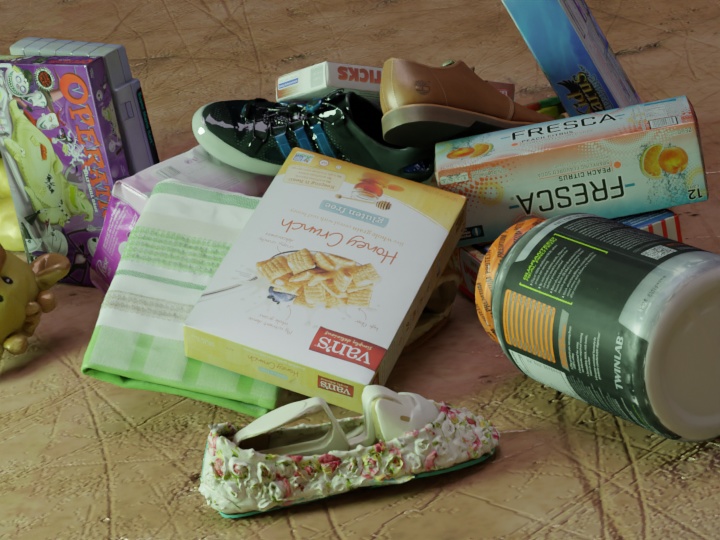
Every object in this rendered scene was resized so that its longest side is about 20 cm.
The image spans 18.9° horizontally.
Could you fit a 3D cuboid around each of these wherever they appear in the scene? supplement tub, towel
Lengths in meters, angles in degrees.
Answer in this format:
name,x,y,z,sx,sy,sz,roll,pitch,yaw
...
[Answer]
name,x,y,z,sx,sy,sz,roll,pitch,yaw
supplement tub,0.171,0.031,1.435,0.122,0.123,0.200,-20,24,-27
towel,-0.108,0.019,1.590,0.149,0.031,0.200,11,47,7

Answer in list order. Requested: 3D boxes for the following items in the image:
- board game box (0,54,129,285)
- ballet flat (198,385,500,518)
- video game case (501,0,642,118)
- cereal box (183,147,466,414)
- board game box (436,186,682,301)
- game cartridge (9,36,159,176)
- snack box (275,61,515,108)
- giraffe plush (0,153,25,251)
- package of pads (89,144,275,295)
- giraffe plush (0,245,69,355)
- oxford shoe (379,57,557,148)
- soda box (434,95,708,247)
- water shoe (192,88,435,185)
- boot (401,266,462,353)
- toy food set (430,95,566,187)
name,x,y,z,sx,sy,sz,roll,pitch,yaw
board game box,-0.247,-0.083,1.811,0.120,0.200,0.032,2,24,30
ballet flat,-0.008,0.110,1.391,0.200,0.064,0.076,-13,20,-10
video game case,0.189,-0.164,1.807,0.045,0.200,0.181,-29,9,14
cereal box,-0.023,0.004,1.562,0.144,0.040,0.200,17,48,14
board game box,0.138,-0.031,1.693,0.151,0.046,0.200,-20,26,-15
game cartridge,-0.225,-0.100,1.848,0.130,0.200,0.038,7,30,37
snack box,0.031,-0.148,1.799,0.200,0.024,0.072,3,-9,-37
giraffe plush,-0.363,-0.113,1.994,0.200,0.162,0.173,-9,21,-1
package of pads,-0.120,-0.047,1.766,0.076,0.121,0.200,41,43,21
giraffe plush,-0.330,0.011,1.701,0.162,0.173,0.200,18,-4,33
oxford shoe,0.093,-0.130,1.699,0.071,0.071,0.200,-23,-22,38
soda box,0.159,-0.075,1.637,0.200,0.068,0.064,-10,23,7
water shoe,-0.032,-0.118,1.725,0.200,0.079,0.072,11,42,-10
boot,0.000,0.000,1.686,0.200,0.066,0.175,9,39,42
toy food set,0.096,-0.105,1.872,0.200,0.049,0.198,-15,4,26
